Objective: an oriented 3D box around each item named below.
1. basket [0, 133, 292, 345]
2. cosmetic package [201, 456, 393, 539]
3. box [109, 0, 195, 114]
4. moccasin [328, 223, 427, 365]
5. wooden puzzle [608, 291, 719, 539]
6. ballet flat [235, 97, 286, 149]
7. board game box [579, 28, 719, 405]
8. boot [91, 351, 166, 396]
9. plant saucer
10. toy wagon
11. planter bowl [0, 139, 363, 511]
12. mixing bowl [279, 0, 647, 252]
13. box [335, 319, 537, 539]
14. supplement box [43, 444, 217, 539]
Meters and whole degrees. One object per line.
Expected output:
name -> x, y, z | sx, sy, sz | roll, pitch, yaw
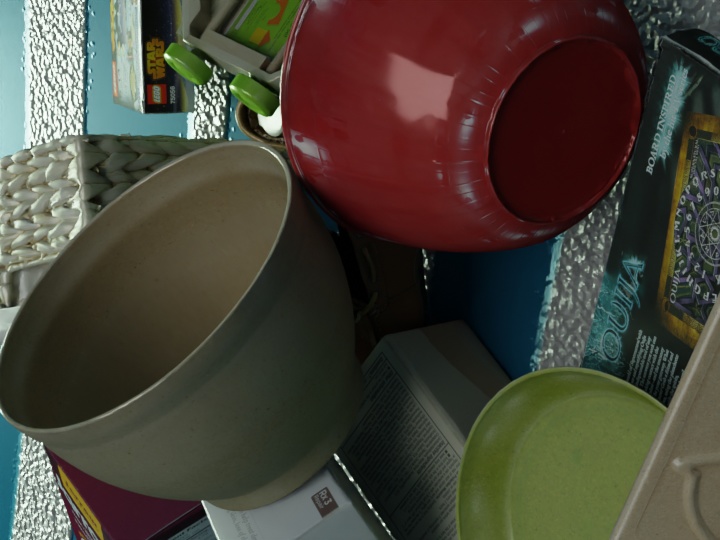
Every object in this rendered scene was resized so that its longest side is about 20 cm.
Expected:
basket -> -0.142, -0.019, 0.984 | 0.135, 0.199, 0.124 | -10, 83, 44
cosmetic package -> -0.007, 0.192, 0.871 | 0.200, 0.081, 0.113 | 56, 177, -29
box -> -0.148, -0.213, 1.023 | 0.137, 0.040, 0.201 | -153, 62, -71
moccasin -> 0.001, 0.001, 0.889 | 0.202, 0.077, 0.074 | 94, 156, -55
wooden puzzle -> 0.220, 0.075, 0.618 | 0.184, 0.046, 0.201 | 21, 104, 1
ballet flat -> -0.009, -0.092, 0.909 | 0.199, 0.063, 0.069 | 5, 101, 53
board game box -> 0.170, 0.004, 0.702 | 0.135, 0.028, 0.201 | 51, 142, 46
boot -> -0.116, 0.076, 0.955 | 0.200, 0.144, 0.071 | 28, 114, -9
plant saucer -> 0.128, 0.143, 0.737 | 0.199, 0.031, 0.201 | 18, 114, 46
toy wagon -> -0.030, -0.166, 0.904 | 0.200, 0.040, 0.156 | 30, 83, 40
planter bowl -> -0.082, 0.047, 0.810 | 0.200, 0.201, 0.135 | -2, 138, 44
mixing bowl -> 0.071, -0.086, 0.743 | 0.108, 0.199, 0.201 | 38, 122, 49
box -> 0.073, 0.136, 0.877 | 0.200, 0.077, 0.095 | 54, 128, 24
supplement box -> -0.148, 0.179, 1.036 | 0.110, 0.085, 0.200 | 48, 157, 27
